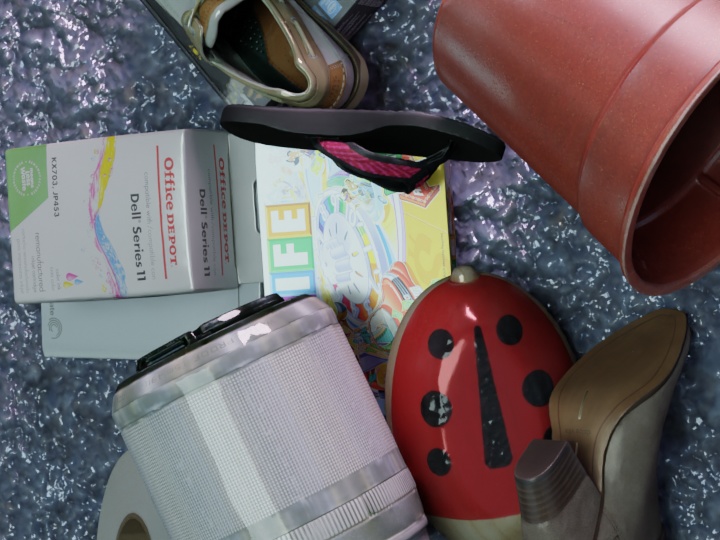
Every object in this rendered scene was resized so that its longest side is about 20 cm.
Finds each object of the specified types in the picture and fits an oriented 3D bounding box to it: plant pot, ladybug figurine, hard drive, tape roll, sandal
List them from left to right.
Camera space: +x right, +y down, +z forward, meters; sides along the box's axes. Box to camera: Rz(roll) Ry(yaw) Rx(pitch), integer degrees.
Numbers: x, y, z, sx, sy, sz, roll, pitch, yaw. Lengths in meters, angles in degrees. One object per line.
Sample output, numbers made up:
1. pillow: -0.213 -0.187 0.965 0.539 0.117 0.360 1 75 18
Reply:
1. hard drive: -0.154 0.000 1.405 0.198 0.027 0.133 0 92 28
2. tape roll: -0.145 0.228 1.342 0.202 0.037 0.205 -178 90 -66
3. sandal: 0.000 -0.077 1.241 0.198 0.075 0.045 5 77 18
4. ladybug figurine: 0.084 0.097 1.234 0.135 0.072 0.202 -14 96 1
5. plant pot: 0.161 -0.123 1.151 0.195 0.200 0.202 41 110 29

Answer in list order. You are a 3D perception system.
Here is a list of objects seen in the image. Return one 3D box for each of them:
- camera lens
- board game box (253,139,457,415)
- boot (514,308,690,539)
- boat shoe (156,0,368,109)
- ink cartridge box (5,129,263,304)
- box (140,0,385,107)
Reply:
1. camera lens: -0.057 0.127 1.213 0.159 0.160 0.201 -27 87 26
2. board game box: 0.000 0.000 1.298 0.133 0.034 0.202 -4 90 11
3. boot: 0.168 0.140 1.203 0.070 0.200 0.147 9 133 48
4. boat shoe: -0.084 -0.177 1.283 0.199 0.068 0.075 36 108 20
5. ink cartridge box: -0.155 -0.040 1.351 0.198 0.067 0.118 -5 90 27
6. box: -0.058 -0.227 1.331 0.200 0.049 0.161 -45 76 22
